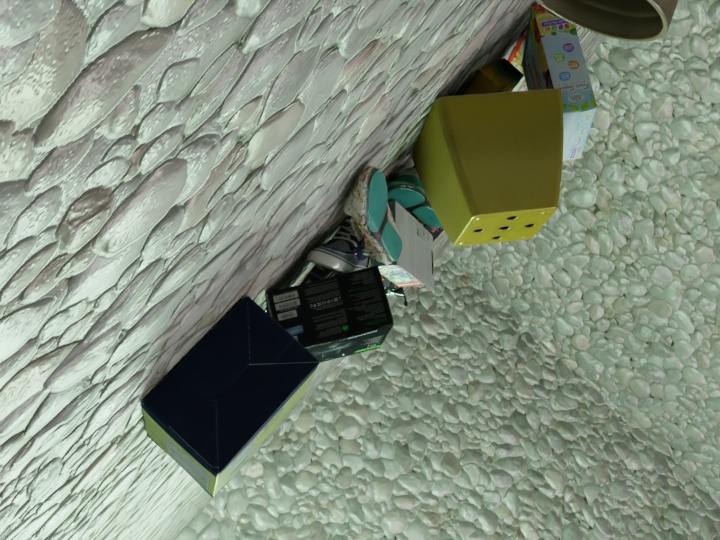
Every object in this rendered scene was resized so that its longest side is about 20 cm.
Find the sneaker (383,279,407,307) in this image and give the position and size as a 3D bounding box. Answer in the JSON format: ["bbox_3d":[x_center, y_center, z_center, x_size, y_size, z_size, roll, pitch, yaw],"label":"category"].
[{"bbox_3d":[0.034,0.036,1.979,0.200,0.140,0.078,-49,174,-5],"label":"sneaker"}]

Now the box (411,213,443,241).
[{"bbox_3d":[0.093,-0.084,1.819,0.200,0.038,0.136,-47,-149,-22],"label":"box"}]

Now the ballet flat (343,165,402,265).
[{"bbox_3d":[0.010,-0.076,1.403,0.076,0.063,0.201,-62,153,-29],"label":"ballet flat"}]

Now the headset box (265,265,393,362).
[{"bbox_3d":[-0.052,0.079,1.490,0.172,0.094,0.200,-13,167,-9],"label":"headset box"}]

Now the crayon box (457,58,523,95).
[{"bbox_3d":[0.196,-0.279,1.640,0.127,0.051,0.200,-52,173,29],"label":"crayon box"}]

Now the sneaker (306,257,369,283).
[{"bbox_3d":[-0.058,0.029,1.648,0.200,0.078,0.090,-45,-177,16],"label":"sneaker"}]

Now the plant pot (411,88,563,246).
[{"bbox_3d":[0.205,-0.146,1.510,0.197,0.179,0.200,-6,163,-11],"label":"plant pot"}]

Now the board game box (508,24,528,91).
[{"bbox_3d":[0.332,-0.420,1.782,0.152,0.046,0.200,-47,173,-21],"label":"board game box"}]

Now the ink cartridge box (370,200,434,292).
[{"bbox_3d":[0.074,-0.034,1.666,0.050,0.111,0.200,-7,163,21],"label":"ink cartridge box"}]

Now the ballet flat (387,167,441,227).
[{"bbox_3d":[0.090,-0.132,1.653,0.067,0.071,0.199,-18,157,27],"label":"ballet flat"}]

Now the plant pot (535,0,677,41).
[{"bbox_3d":[0.317,-0.405,1.203,0.175,0.198,0.200,-64,174,-1],"label":"plant pot"}]

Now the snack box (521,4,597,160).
[{"bbox_3d":[0.319,-0.303,1.598,0.067,0.203,0.169,-8,160,0],"label":"snack box"}]

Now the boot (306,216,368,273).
[{"bbox_3d":[-0.025,-0.044,1.494,0.200,0.072,0.091,13,96,-79],"label":"boot"}]

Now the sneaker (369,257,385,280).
[{"bbox_3d":[0.000,0.000,1.718,0.077,0.083,0.200,-21,165,-11],"label":"sneaker"}]

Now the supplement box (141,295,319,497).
[{"bbox_3d":[-0.177,0.175,1.327,0.200,0.134,0.200,-46,173,-22],"label":"supplement box"}]
